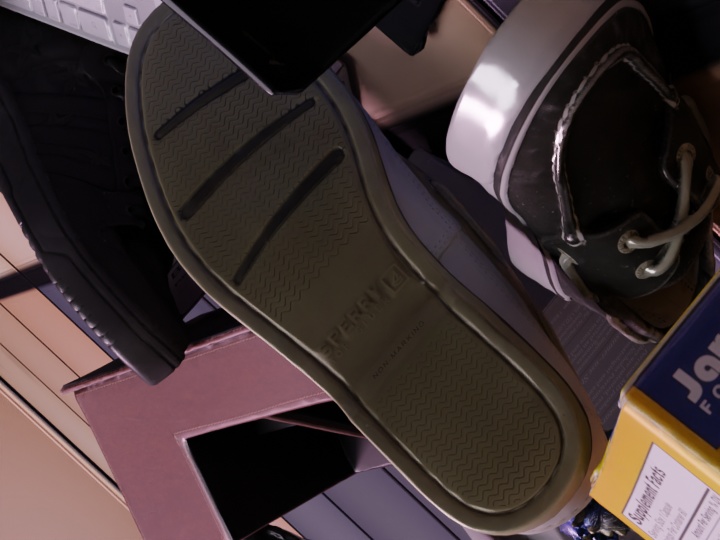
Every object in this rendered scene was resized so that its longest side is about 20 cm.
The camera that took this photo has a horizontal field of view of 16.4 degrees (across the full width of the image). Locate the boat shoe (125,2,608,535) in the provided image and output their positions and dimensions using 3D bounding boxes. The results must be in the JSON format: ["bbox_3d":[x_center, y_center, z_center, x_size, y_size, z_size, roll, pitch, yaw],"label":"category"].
[{"bbox_3d":[0.000,0.000,0.767,0.200,0.075,0.068,54,-169,16],"label":"boat shoe"}]

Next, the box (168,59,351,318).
[{"bbox_3d":[-0.113,-0.085,0.981,0.200,0.117,0.060,37,168,15],"label":"box"}]

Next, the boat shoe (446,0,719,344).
[{"bbox_3d":[0.077,-0.029,0.731,0.064,0.071,0.200,38,175,19],"label":"boat shoe"}]

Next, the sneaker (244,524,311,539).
[{"bbox_3d":[0.002,0.146,1.004,0.199,0.074,0.079,8,171,9],"label":"sneaker"}]

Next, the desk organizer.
[{"bbox_3d":[-0.024,0.048,0.902,0.200,0.072,0.077,-20,97,58],"label":"desk organizer"}]

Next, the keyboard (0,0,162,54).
[{"bbox_3d":[-0.110,-0.109,0.864,0.200,0.011,0.057,24,131,42],"label":"keyboard"}]

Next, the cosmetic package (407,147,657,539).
[{"bbox_3d":[0.069,0.056,0.989,0.107,0.090,0.200,30,166,40],"label":"cosmetic package"}]

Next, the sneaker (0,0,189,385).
[{"bbox_3d":[-0.087,-0.061,0.898,0.200,0.104,0.060,55,-179,31],"label":"sneaker"}]

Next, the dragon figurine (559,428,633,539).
[{"bbox_3d":[0.143,0.077,0.797,0.200,0.100,0.059,30,164,27],"label":"dragon figurine"}]

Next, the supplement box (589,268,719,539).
[{"bbox_3d":[0.173,0.068,0.662,0.200,0.110,0.109,38,167,11],"label":"supplement box"}]

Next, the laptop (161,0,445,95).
[{"bbox_3d":[-0.064,-0.118,0.758,0.177,0.103,0.200,42,167,2],"label":"laptop"}]
